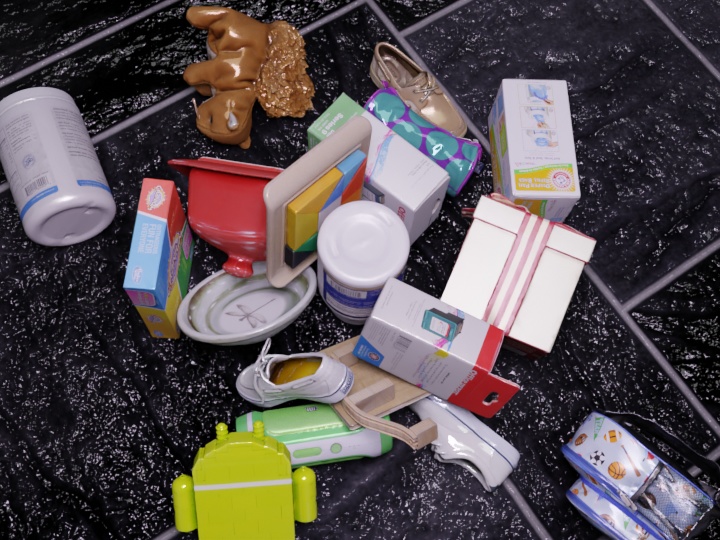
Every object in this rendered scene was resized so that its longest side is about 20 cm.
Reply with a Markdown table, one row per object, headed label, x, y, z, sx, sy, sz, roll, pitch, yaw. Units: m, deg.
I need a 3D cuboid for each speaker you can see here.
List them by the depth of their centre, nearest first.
| label | x | y | z | sx | sy | sz | roll | pitch | yaw |
| --- | --- | --- | --- | --- | --- | --- | --- | --- | --- |
| speaker | -0.062 | 0.218 | 1.144 | 0.199 | 0.089 | 0.089 | -8 | 69 | -6 |

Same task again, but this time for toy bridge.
| label | x | y | z | sx | sy | sz | roll | pitch | yaw |
| --- | --- | --- | --- | --- | --- | --- | --- | --- | --- |
| toy bridge | 0.012 | 0.161 | 1.092 | 0.067 | 0.027 | 0.200 | -24 | 39 | -25 |

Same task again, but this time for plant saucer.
| label | x | y | z | sx | sy | sz | roll | pitch | yaw |
| --- | --- | --- | --- | --- | --- | --- | --- | --- | --- |
| plant saucer | -0.152 | 0.052 | 1.194 | 0.199 | 0.050 | 0.200 | -11 | 31 | 7 |

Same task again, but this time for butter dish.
| label | x | y | z | sx | sy | sz | roll | pitch | yaw |
| --- | --- | --- | --- | --- | --- | --- | --- | --- | --- |
| butter dish | -0.156 | -0.063 | 1.197 | 0.199 | 0.200 | 0.148 | 10 | 83 | 16 |

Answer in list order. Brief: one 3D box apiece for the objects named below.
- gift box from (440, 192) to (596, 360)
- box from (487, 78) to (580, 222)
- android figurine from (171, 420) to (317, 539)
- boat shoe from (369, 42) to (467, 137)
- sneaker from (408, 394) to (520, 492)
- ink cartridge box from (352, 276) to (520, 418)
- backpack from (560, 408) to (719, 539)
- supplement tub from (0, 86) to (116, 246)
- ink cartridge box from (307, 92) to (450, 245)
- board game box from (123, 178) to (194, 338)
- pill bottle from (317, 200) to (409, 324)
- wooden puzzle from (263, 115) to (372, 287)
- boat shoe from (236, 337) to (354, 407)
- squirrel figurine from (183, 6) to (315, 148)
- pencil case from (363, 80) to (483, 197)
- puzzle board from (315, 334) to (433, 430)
| label | x | y | z | sx | sy | sz | roll | pitch | yaw |
| --- | --- | --- | --- | --- | --- | --- | --- | --- | --- |
| gift box | 0.205 | 0.004 | 1.199 | 0.184 | 0.200 | 0.187 | 24 | 84 | 3 |
| box | 0.260 | -0.175 | 1.306 | 0.101 | 0.113 | 0.201 | 1 | 67 | -4 |
| android figurine | -0.146 | 0.284 | 1.083 | 0.181 | 0.041 | 0.201 | -5 | 105 | -4 |
| boat shoe | 0.090 | -0.282 | 1.366 | 0.200 | 0.065 | 0.071 | 43 | 72 | 14 |
| sneaker | 0.119 | 0.219 | 1.161 | 0.200 | 0.073 | 0.071 | 35 | 68 | 11 |
| ink cartridge box | 0.101 | 0.100 | 1.084 | 0.199 | 0.116 | 0.067 | 26 | 58 | 1 |
| backpack | 0.347 | 0.271 | 1.103 | 0.154 | 0.200 | 0.191 | -42 | 72 | -4 |
| supplement tub | -0.446 | -0.149 | 1.249 | 0.132 | 0.132 | 0.200 | -21 | 70 | -11 |
| ink cartridge box | 0.023 | -0.141 | 1.262 | 0.200 | 0.145 | 0.088 | 38 | 72 | 11 |
| board game box | -0.269 | -0.010 | 1.165 | 0.040 | 0.200 | 0.154 | 5 | 68 | -1 |
| pill bottle | 0.000 | 0.000 | 1.174 | 0.119 | 0.200 | 0.120 | 1 | 68 | -3 |
| wooden puzzle | -0.051 | -0.082 | 1.127 | 0.037 | 0.200 | 0.185 | 37 | 62 | 22 |
| boat shoe | -0.108 | 0.132 | 1.122 | 0.202 | 0.086 | 0.075 | -4 | 53 | 44 |
| squirrel figurine | -0.170 | -0.286 | 1.320 | 0.199 | 0.142 | 0.187 | 1 | 74 | 0 |
| pencil case | 0.092 | -0.201 | 1.320 | 0.200 | 0.085 | 0.093 | 34 | 105 | 10 |
| puzzle board | 0.036 | 0.133 | 1.169 | 0.199 | 0.017 | 0.151 | -20 | 38 | -23 |
